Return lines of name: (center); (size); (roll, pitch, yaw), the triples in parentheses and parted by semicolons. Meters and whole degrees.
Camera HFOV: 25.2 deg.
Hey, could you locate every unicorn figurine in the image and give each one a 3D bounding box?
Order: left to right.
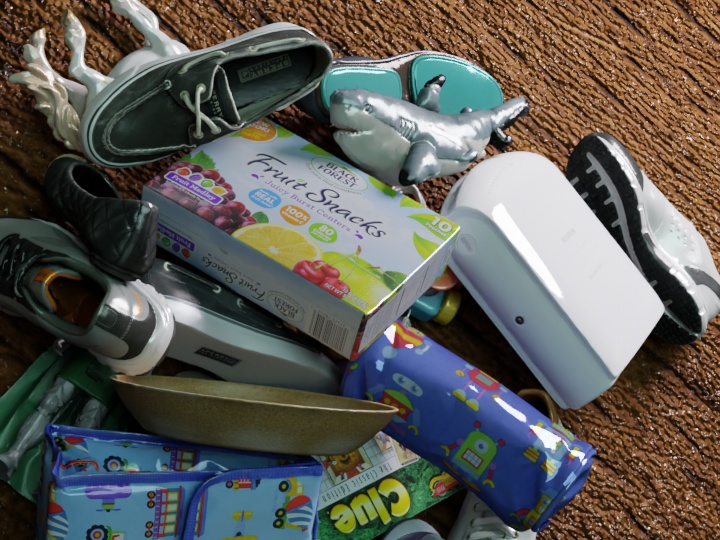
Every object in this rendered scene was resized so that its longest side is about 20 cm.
unicorn figurine: (-0.168, -0.159, 1.262); (0.200, 0.074, 0.138); (-37, 99, -16)

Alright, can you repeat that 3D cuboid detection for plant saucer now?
plant saucer: (-0.074, 0.101, 1.110); (0.200, 0.200, 0.036); (7, 88, -23)

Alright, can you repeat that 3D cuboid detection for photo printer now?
photo printer: (0.151, -0.003, 1.320); (0.200, 0.069, 0.166); (52, 33, 0)

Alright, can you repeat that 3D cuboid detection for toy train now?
toy train: (0.000, 0.000, 1.286); (0.200, 0.056, 0.150); (-25, 84, -29)

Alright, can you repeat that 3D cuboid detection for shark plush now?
shark plush: (0.066, -0.118, 1.288); (0.200, 0.091, 0.084); (-14, 94, -25)

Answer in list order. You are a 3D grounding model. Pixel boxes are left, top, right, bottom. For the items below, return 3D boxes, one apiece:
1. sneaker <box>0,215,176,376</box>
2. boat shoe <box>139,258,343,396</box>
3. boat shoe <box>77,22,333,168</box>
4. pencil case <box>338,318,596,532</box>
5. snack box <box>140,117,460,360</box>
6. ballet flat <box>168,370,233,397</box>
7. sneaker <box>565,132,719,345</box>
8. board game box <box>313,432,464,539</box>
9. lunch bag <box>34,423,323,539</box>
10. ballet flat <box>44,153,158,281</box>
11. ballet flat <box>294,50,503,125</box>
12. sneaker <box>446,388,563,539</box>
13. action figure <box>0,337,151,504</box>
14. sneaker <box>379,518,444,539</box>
sneaker: (-0.218, 0.004, 1.124); (0.074, 0.200, 0.079); (-62, 147, -6)
boat shoe: (-0.089, 0.047, 1.203); (0.200, 0.069, 0.057); (27, 50, -37)
boat shoe: (-0.116, -0.132, 1.208); (0.200, 0.064, 0.071); (-27, 114, -12)
pencil case: (0.073, 0.116, 1.195); (0.200, 0.078, 0.087); (33, 101, 13)
snack box: (-0.046, -0.031, 1.213); (0.200, 0.053, 0.142); (30, 40, 16)
ballet flat: (-0.091, 0.167, 1.197); (0.067, 0.046, 0.200); (-27, 81, -42)
sneaker: (0.251, -0.033, 1.414); (0.080, 0.074, 0.200); (-30, 91, -44)
board game box: (-0.013, 0.156, 1.216); (0.200, 0.023, 0.105); (-22, 81, -43)
lunch bag: (-0.117, 0.192, 1.095); (0.199, 0.094, 0.151); (3, 106, -16)
ballet flat: (-0.179, -0.047, 1.154); (0.066, 0.200, 0.057); (26, 98, -30)
ballet flat: (0.025, -0.147, 1.336); (0.200, 0.073, 0.073); (-3, 73, -37)
sneaker: (0.105, 0.178, 1.247); (0.073, 0.085, 0.200); (8, 54, 20)
action figure: (-0.193, 0.076, 1.175); (0.118, 0.055, 0.200); (34, 58, -8)
sneaker: (0.013, 0.271, 1.164); (0.087, 0.074, 0.200); (25, 63, 32)
